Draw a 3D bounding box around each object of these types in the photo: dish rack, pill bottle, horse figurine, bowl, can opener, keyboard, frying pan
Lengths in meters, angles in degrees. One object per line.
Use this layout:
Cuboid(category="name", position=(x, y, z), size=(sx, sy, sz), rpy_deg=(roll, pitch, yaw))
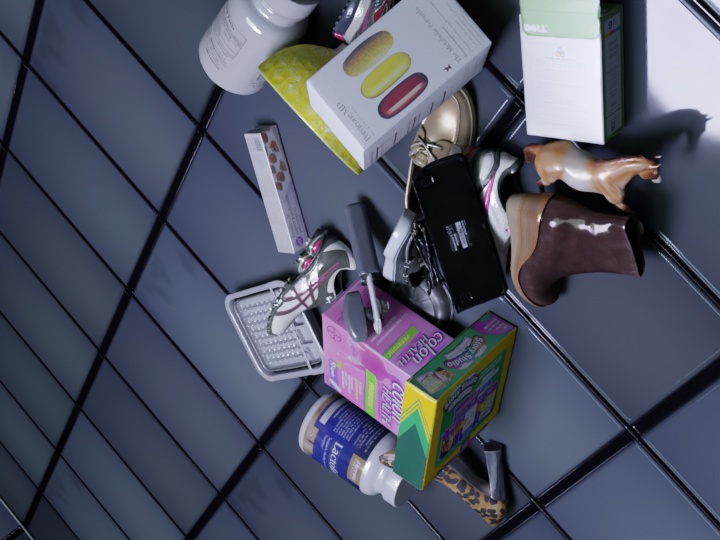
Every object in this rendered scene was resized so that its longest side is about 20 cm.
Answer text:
Cuboid(category="dish rack", position=(-0.134, 0.097, 1.854), size=(0.198, 0.043, 0.174), rpy_deg=(-15, 106, 48))
Cuboid(category="pill bottle", position=(-0.135, -0.342, 1.508), size=(0.115, 0.114, 0.200), rpy_deg=(53, 139, 2))
Cuboid(category="horse figurine", position=(0.264, -0.111, 1.291), size=(0.198, 0.050, 0.133), rpy_deg=(26, 164, 31))
Cuboid(category="bowl", position=(-0.033, -0.238, 1.467), size=(0.108, 0.200, 0.200), rpy_deg=(-44, 80, 6))
Cuboid(category="pill bottle", position=(0.005, 0.294, 1.795), size=(0.198, 0.115, 0.117), rpy_deg=(29, 133, 27))
Cuboid(category="can opener", position=(0.000, 0.000, 1.576), size=(0.053, 0.065, 0.203), rpy_deg=(93, 170, -67))
Cuboid(category="keyboard", position=(0.115, -0.046, 1.412), size=(0.103, 0.040, 0.203), rpy_deg=(-19, 108, 2))
Cuboid(category="frying pan", position=(0.056, 0.031, 1.640), size=(0.188, 0.031, 0.116), rpy_deg=(27, 131, 25))

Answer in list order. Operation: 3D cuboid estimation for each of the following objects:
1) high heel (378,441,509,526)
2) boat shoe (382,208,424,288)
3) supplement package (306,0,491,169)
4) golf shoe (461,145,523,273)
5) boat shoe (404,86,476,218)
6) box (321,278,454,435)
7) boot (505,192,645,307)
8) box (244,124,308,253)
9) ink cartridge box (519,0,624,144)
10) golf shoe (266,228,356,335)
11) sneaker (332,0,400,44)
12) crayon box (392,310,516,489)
Cuboid(category="high heel", position=(0.130, 0.337, 1.695), size=(0.196, 0.072, 0.145), rpy_deg=(-3, 112, 13))
Cuboid(category="boat shoe", position=(0.068, -0.027, 1.502), size=(0.056, 0.069, 0.200), rpy_deg=(25, 165, 6))
Cuboid(category="supplement package", position=(0.045, -0.235, 1.322), size=(0.114, 0.199, 0.110), rpy_deg=(49, 176, 5))
Cuboid(category="golf shoe", position=(0.175, -0.060, 1.428), size=(0.091, 0.072, 0.203), rpy_deg=(14, 125, 35))
Cuboid(category="boat shoe", position=(0.099, -0.155, 1.443), size=(0.072, 0.065, 0.202), rpy_deg=(34, 135, 23))
Cuboid(category="box", position=(0.046, 0.141, 1.642), size=(0.199, 0.097, 0.177), rpy_deg=(33, 147, 23))
Cuboid(category="boot", position=(0.267, -0.009, 1.349), size=(0.164, 0.073, 0.201), rpy_deg=(17, 146, 33))
Cuboid(category="box", position=(-0.129, -0.126, 1.704), size=(0.041, 0.039, 0.203), rpy_deg=(5, 119, 43))
Cuboid(category="ink cartridge box", position=(0.240, -0.251, 1.245), size=(0.103, 0.059, 0.203), rpy_deg=(14, 125, 36))
Cuboid(category="golf shoe", position=(-0.081, 0.035, 1.706), size=(0.087, 0.077, 0.201), rpy_deg=(32, 117, 0))
Cuboid(category="sneaker", position=(0.036, -0.350, 1.374), size=(0.074, 0.081, 0.200), rpy_deg=(36, 146, 0))
Cuboid(category="crayon box", position=(0.131, 0.179, 1.531), size=(0.058, 0.199, 0.175), rpy_deg=(28, 133, 27))
